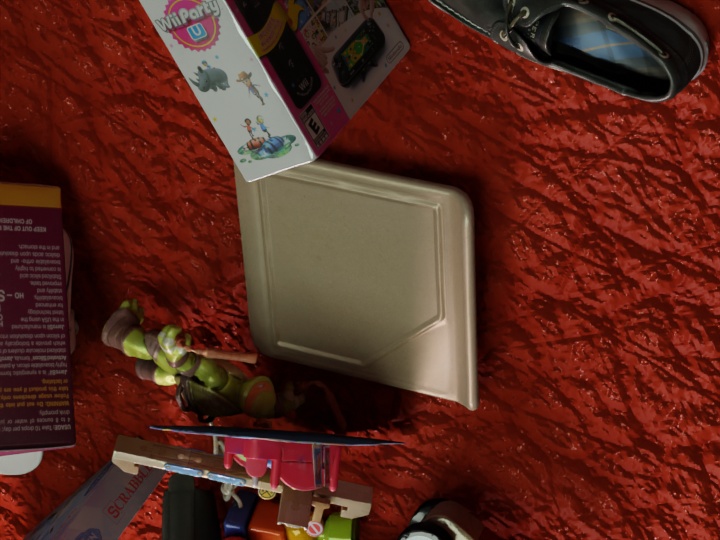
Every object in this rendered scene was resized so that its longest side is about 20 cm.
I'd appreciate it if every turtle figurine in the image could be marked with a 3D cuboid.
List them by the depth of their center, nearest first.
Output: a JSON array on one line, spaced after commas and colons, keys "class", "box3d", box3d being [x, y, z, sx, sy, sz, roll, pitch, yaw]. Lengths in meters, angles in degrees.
[{"class": "turtle figurine", "box3d": [-0.110, 0.082, 1.680, 0.161, 0.065, 0.200, 22, 176, 39]}]

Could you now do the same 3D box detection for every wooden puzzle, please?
[{"class": "wooden puzzle", "box3d": [0.000, 0.000, 1.612, 0.199, 0.037, 0.186, 16, 130, 25]}]

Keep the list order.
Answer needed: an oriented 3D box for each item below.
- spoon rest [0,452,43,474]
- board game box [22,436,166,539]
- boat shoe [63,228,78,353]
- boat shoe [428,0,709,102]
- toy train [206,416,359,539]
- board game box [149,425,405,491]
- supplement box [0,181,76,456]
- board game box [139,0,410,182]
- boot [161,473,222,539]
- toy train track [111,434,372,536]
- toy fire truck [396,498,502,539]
[{"class": "spoon rest", "box3d": [-0.325, 0.089, 1.838, 0.099, 0.061, 0.201, -6, 119, 32]}, {"class": "board game box", "box3d": [-0.262, 0.251, 1.826, 0.041, 0.200, 0.199, 42, 133, -7]}, {"class": "boat shoe", "box3d": [-0.259, 0.049, 1.771, 0.074, 0.066, 0.201, 41, 118, 36]}, {"class": "boat shoe", "box3d": [0.121, -0.160, 1.410, 0.199, 0.057, 0.069, 20, 130, 15]}, {"class": "toy train", "box3d": [-0.052, 0.203, 1.763, 0.115, 0.085, 0.201, -2, 117, 12]}, {"class": "board game box", "box3d": [-0.061, 0.139, 1.642, 0.157, 0.200, 0.039, 3, 87, 18]}, {"class": "supplement box", "box3d": [-0.297, 0.040, 1.688, 0.130, 0.103, 0.202, -10, 82, 41]}, {"class": "board game box", "box3d": [-0.067, -0.183, 1.437, 0.064, 0.148, 0.201, -17, 114, 38]}, {"class": "boot", "box3d": [-0.127, 0.253, 1.846, 0.077, 0.139, 0.200, -1, 163, 0]}, {"class": "toy train track", "box3d": [-0.091, 0.163, 1.701, 0.198, 0.115, 0.033, 13, 119, -3]}, {"class": "toy fire truck", "box3d": [0.081, 0.294, 1.703, 0.200, 0.129, 0.176, 39, 103, 4]}]
